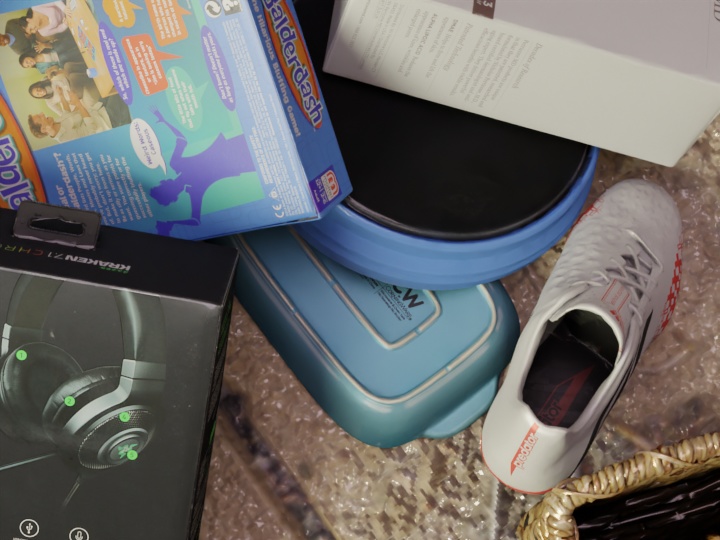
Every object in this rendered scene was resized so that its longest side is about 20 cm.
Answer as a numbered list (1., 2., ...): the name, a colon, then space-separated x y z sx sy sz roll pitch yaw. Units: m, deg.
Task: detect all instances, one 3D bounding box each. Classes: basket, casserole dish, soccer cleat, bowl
1. basket: 0.189 0.150 0.774 0.199 0.149 0.143 -16 76 -6
2. casserole dish: 0.000 0.000 0.868 0.121 0.039 0.200 -37 80 -10
3. soccer cleat: 0.121 0.024 0.825 0.068 0.085 0.200 29 61 7
4. bowl: 0.035 -0.088 0.862 0.200 0.039 0.201 6 63 -12

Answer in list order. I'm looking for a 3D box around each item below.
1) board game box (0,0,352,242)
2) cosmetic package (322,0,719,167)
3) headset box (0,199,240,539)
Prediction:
1. board game box: -0.119 -0.086 0.804 0.199 0.045 0.153 -9 108 27
2. cosmetic package: 0.089 -0.139 0.833 0.199 0.081 0.113 12 60 -8
3. headset box: -0.156 0.068 0.769 0.173 0.093 0.201 9 107 -2
